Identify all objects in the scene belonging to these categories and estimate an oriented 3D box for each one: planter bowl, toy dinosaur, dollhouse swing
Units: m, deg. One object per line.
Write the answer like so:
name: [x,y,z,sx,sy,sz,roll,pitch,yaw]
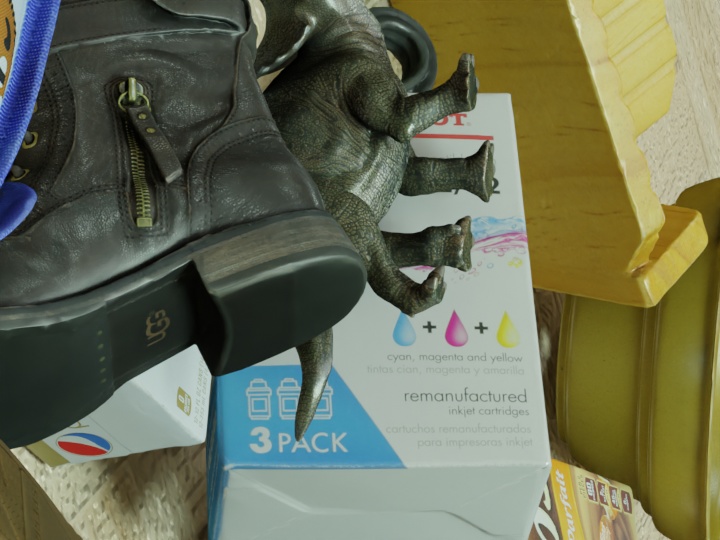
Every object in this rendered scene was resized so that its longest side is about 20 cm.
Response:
planter bowl: [0.143,0.044,1.421,0.200,0.083,0.201,4,90,-79]
toy dinosaur: [-0.013,-0.026,0.977,0.077,0.102,0.201,63,35,-63]
dollhouse swing: [0.121,-0.117,1.346,0.176,0.182,0.201,-30,112,-28]

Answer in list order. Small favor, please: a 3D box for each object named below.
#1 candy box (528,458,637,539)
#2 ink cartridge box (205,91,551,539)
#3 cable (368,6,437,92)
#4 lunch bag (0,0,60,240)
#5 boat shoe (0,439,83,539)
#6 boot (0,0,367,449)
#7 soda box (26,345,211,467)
candy box: [0.071,0.145,1.281,0.200,0.055,0.116,25,57,-63]
ink cartridge box: [0.000,0.000,1.034,0.068,0.115,0.201,100,-12,-55]
cable: [-0.024,-0.040,1.157,0.097,0.050,0.200,28,41,-16]
lunch bag: [-0.166,-0.050,0.690,0.124,0.169,0.201,48,37,-43]
boat shoe: [-0.100,0.123,0.882,0.200,0.064,0.071,55,11,-29]
boot: [-0.105,-0.040,0.909,0.069,0.199,0.174,107,-36,-53]
soda box: [-0.087,-0.037,0.990,0.068,0.063,0.201,47,39,-50]
